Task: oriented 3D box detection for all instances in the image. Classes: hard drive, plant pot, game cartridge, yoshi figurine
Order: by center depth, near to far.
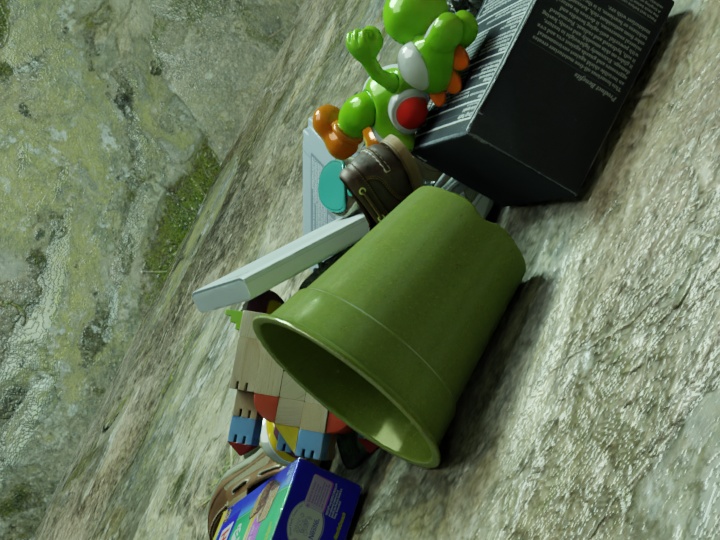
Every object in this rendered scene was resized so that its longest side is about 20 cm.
[{"bbox_3d":[0.042,0.035,1.326,0.190,0.200,0.200,-51,10,-17],"label":"plant pot"},{"bbox_3d":[0.035,-0.192,1.425,0.200,0.112,0.113,-46,13,45],"label":"yoshi figurine"},{"bbox_3d":[-0.068,-0.015,1.614,0.200,0.027,0.132,-29,7,-30],"label":"hard drive"},{"bbox_3d":[-0.025,-0.063,1.771,0.133,0.040,0.200,-126,30,-48],"label":"game cartridge"}]

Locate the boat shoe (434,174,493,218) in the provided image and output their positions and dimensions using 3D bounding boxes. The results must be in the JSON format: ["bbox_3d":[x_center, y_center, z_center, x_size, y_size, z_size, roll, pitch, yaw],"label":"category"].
[{"bbox_3d":[0.112,-0.110,1.531,0.202,0.065,0.074,-61,14,-11],"label":"boat shoe"}]

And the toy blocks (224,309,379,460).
[{"bbox_3d":[-0.046,0.118,1.454,0.100,0.199,0.137,32,-113,-75],"label":"toy blocks"}]

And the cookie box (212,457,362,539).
[{"bbox_3d":[-0.093,0.292,1.464,0.200,0.075,0.171,-42,23,54],"label":"cookie box"}]

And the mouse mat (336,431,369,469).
[{"bbox_3d":[0.004,0.077,1.525,0.161,0.008,0.200,-52,42,32],"label":"mouse mat"}]

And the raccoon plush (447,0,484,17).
[{"bbox_3d":[0.155,-0.269,1.591,0.134,0.199,0.097,-129,25,-67],"label":"raccoon plush"}]

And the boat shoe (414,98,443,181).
[{"bbox_3d":[0.106,-0.171,1.616,0.065,0.072,0.200,11,56,48],"label":"boat shoe"}]

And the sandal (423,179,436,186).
[{"bbox_3d":[0.092,-0.090,1.659,0.200,0.048,0.075,-47,15,0],"label":"sandal"}]

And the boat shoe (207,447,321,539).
[{"bbox_3d":[-0.108,0.242,1.630,0.200,0.076,0.072,-53,17,35],"label":"boat shoe"}]

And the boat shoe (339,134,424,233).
[{"bbox_3d":[0.033,-0.033,1.433,0.070,0.200,0.070,-38,38,-17],"label":"boat shoe"}]

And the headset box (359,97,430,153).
[{"bbox_3d":[0.053,-0.126,1.789,0.149,0.077,0.200,-66,15,-19],"label":"headset box"}]

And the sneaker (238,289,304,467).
[{"bbox_3d":[-0.064,0.096,1.558,0.090,0.075,0.200,-35,55,33],"label":"sneaker"}]

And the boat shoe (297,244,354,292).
[{"bbox_3d":[0.001,0.001,1.615,0.202,0.065,0.075,-20,69,40],"label":"boat shoe"}]

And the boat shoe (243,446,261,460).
[{"bbox_3d":[-0.056,0.131,1.641,0.201,0.074,0.063,-49,36,19],"label":"boat shoe"}]

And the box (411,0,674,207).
[{"bbox_3d":[0.159,-0.172,1.398,0.199,0.123,0.200,-62,11,-6],"label":"box"}]

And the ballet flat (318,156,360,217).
[{"bbox_3d":[0.009,-0.089,1.606,0.200,0.062,0.068,180,93,-73],"label":"ballet flat"}]
